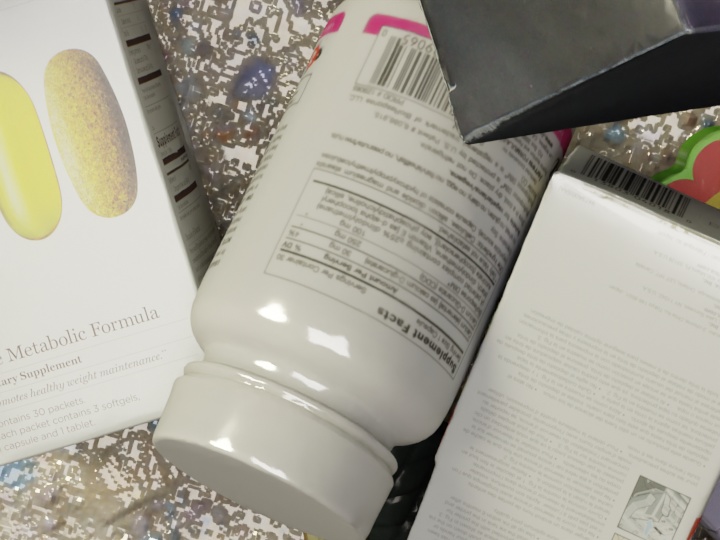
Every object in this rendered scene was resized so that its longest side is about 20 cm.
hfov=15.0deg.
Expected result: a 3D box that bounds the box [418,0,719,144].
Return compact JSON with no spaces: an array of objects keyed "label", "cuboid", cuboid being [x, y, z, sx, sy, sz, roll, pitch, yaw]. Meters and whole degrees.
[{"label":"box","cuboid":[0.109,-0.169,1.074,0.123,0.199,0.199,-22,83,40]}]

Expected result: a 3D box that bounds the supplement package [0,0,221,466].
[{"label":"supplement package","cuboid":[-0.130,-0.033,1.179,0.113,0.110,0.201,-17,96,5]}]

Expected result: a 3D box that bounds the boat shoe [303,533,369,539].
[{"label":"boat shoe","cuboid":[0.013,0.033,1.199,0.062,0.073,0.201,10,97,5]}]

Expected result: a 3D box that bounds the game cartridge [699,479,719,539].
[{"label":"game cartridge","cuboid":[0.241,0.063,1.179,0.130,0.038,0.200,44,85,-19]}]

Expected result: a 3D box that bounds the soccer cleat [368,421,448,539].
[{"label":"soccer cleat","cuboid":[0.065,0.140,1.174,0.067,0.081,0.200,-40,118,-9]}]

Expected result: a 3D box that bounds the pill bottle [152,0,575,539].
[{"label":"pill bottle","cuboid":[0.000,0.000,1.103,0.113,0.113,0.201,26,75,-1]}]

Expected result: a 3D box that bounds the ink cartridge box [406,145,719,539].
[{"label":"ink cartridge box","cuboid":[0.094,0.064,1.104,0.109,0.050,0.201,25,111,7]}]

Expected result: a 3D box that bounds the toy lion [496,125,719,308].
[{"label":"toy lion","cuboid":[0.166,0.038,1.202,0.191,0.069,0.201,-15,97,-3]}]
